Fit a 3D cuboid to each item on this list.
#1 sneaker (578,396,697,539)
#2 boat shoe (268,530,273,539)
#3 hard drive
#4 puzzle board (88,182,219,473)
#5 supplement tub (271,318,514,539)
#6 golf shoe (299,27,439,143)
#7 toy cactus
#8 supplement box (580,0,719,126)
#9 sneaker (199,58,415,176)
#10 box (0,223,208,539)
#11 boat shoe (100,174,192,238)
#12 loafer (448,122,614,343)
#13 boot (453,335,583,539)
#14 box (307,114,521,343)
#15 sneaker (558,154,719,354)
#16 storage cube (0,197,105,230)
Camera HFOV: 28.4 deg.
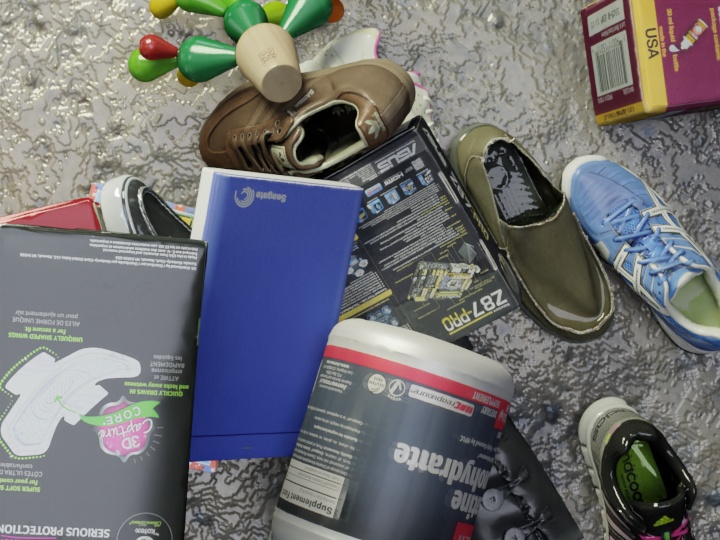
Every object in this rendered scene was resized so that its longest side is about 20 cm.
[{"bbox_3d":[0.235,0.201,1.144,0.073,0.087,0.202,-20,94,-7],"label":"sneaker"},{"bbox_3d":[0.013,0.241,1.090,0.199,0.066,0.072,34,57,22],"label":"boat shoe"},{"bbox_3d":[-0.070,0.034,1.006,0.131,0.025,0.202,3,102,-41],"label":"hard drive"},{"bbox_3d":[-0.163,0.047,1.126,0.149,0.017,0.202,14,89,-7],"label":"puzzle board"},{"bbox_3d":[0.018,0.146,1.005,0.139,0.140,0.202,18,84,-7],"label":"supplement tub"},{"bbox_3d":[0.036,-0.104,1.123,0.091,0.075,0.200,-43,98,-11],"label":"golf shoe"},{"bbox_3d":[-0.078,-0.186,1.064,0.198,0.165,0.103,-18,128,-9],"label":"toy cactus"},{"bbox_3d":[0.291,-0.181,1.125,0.198,0.131,0.104,-8,92,-8],"label":"supplement box"},{"bbox_3d":[-0.055,-0.104,1.056,0.071,0.199,0.076,57,39,-22],"label":"sneaker"},{"bbox_3d":[-0.166,0.076,0.873,0.123,0.148,0.202,5,90,-12],"label":"box"},{"bbox_3d":[-0.113,0.009,1.043,0.067,0.072,0.201,-23,108,24],"label":"boat shoe"},{"bbox_3d":[0.138,-0.027,1.137,0.075,0.070,0.201,-36,95,-6],"label":"loafer"},{"bbox_3d":[0.063,0.175,1.138,0.164,0.066,0.201,-30,99,-4],"label":"boot"},{"bbox_3d":[0.000,0.000,1.086,0.199,0.049,0.162,-29,102,16],"label":"box"},{"bbox_3d":[0.240,-0.016,1.147,0.076,0.077,0.200,-44,94,-3],"label":"sneaker"},{"bbox_3d":[-0.254,0.051,1.019,0.178,0.171,0.202,-14,93,-8],"label":"storage cube"}]
